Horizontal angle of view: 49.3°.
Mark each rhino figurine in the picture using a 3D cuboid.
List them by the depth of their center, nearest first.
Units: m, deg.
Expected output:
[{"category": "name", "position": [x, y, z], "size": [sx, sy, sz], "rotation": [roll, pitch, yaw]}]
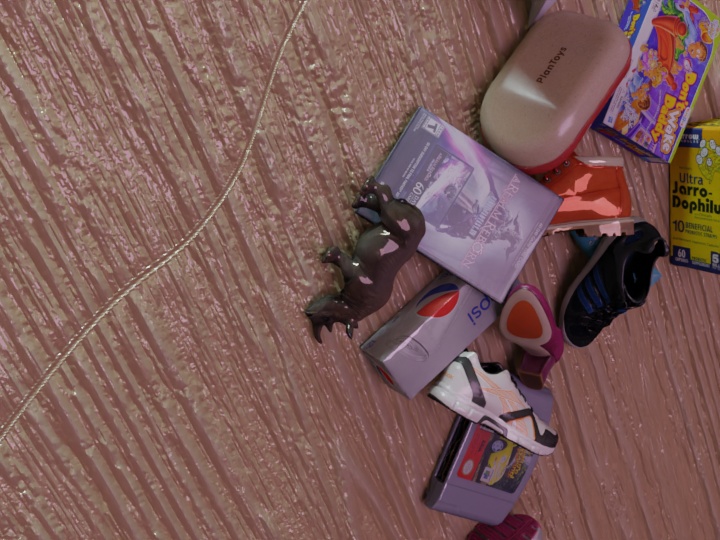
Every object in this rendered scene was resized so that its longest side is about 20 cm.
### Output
[{"category": "rhino figurine", "position": [0.000, 0.000, 0.870], "size": [0.087, 0.060, 0.200], "rotation": [28, 105, -4]}]

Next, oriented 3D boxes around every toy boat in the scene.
[{"category": "toy boat", "position": [0.234, -0.199, 0.938], "size": [0.200, 0.130, 0.131], "rotation": [-54, 146, -7]}]

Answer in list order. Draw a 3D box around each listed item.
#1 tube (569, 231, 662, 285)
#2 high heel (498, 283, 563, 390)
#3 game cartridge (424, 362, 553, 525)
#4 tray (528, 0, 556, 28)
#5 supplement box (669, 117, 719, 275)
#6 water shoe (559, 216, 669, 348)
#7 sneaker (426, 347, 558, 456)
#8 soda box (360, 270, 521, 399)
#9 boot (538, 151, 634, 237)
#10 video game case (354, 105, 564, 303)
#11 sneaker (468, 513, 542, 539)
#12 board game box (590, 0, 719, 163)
[{"category": "tube", "position": [0.336, -0.025, 1.051], "size": [0.077, 0.050, 0.200], "rotation": [-43, 120, 4]}, {"category": "high heel", "position": [0.217, 0.058, 0.970], "size": [0.096, 0.067, 0.200], "rotation": [-62, 154, -31]}, {"category": "game cartridge", "position": [0.176, 0.233, 1.033], "size": [0.133, 0.041, 0.201], "rotation": [22, 90, -32]}, {"category": "tray", "position": [0.237, -0.353, 0.865], "size": [0.022, 0.200, 0.107], "rotation": [40, 80, 4]}, {"category": "supplement box", "position": [0.505, -0.104, 1.079], "size": [0.109, 0.109, 0.201], "rotation": [-13, 105, -23]}, {"category": "water shoe", "position": [0.320, 0.029, 1.005], "size": [0.071, 0.079, 0.201], "rotation": [6, 120, -22]}, {"category": "sneaker", "position": [0.178, 0.163, 0.959], "size": [0.200, 0.074, 0.080], "rotation": [32, 84, -27]}, {"category": "soda box", "position": [0.100, 0.058, 0.942], "size": [0.200, 0.063, 0.068], "rotation": [-41, 114, -13]}, {"category": "boot", "position": [0.228, -0.091, 0.953], "size": [0.199, 0.075, 0.108], "rotation": [-3, 94, -2]}, {"category": "video game case", "position": [0.114, -0.075, 0.902], "size": [0.200, 0.019, 0.143], "rotation": [32, 88, -3]}, {"category": "sneaker", "position": [0.171, 0.412, 1.047], "size": [0.200, 0.081, 0.088], "rotation": [-44, 117, -3]}, {"category": "board game box", "position": [0.384, -0.259, 1.024], "size": [0.134, 0.045, 0.201], "rotation": [21, 91, -28]}]
